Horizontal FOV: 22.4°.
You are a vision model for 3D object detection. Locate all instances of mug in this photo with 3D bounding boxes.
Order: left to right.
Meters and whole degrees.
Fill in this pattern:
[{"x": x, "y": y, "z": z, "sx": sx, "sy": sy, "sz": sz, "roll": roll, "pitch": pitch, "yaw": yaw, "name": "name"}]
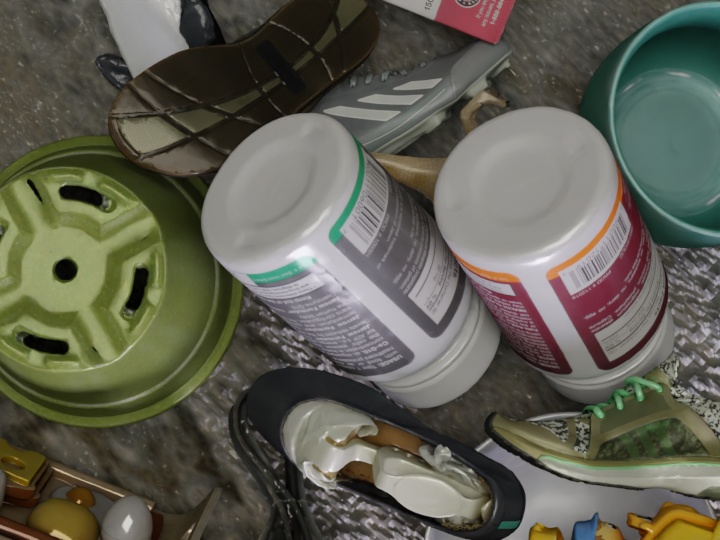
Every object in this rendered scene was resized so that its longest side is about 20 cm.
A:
[{"x": 0.227, "y": -0.077, "z": 1.201, "sx": 0.152, "sy": 0.114, "sz": 0.185, "roll": -26, "pitch": 90, "yaw": -11, "name": "mug"}]

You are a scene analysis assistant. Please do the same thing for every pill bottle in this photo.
[{"x": 0.000, "y": 0.000, "z": 1.149, "sx": 0.113, "sy": 0.113, "sz": 0.200, "roll": -48, "pitch": 131, "yaw": -3, "name": "pill bottle"}, {"x": 0.130, "y": -0.003, "z": 1.148, "sx": 0.114, "sy": 0.200, "sz": 0.114, "roll": -12, "pitch": 55, "yaw": 17, "name": "pill bottle"}]

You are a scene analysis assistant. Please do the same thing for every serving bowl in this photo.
[{"x": 0.138, "y": 0.194, "z": 1.214, "sx": 0.199, "sy": 0.066, "sz": 0.201, "roll": 0, "pitch": 87, "yaw": -2, "name": "serving bowl"}]

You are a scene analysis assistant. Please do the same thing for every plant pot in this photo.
[{"x": -0.176, "y": 0.002, "z": 1.149, "sx": 0.199, "sy": 0.190, "sz": 0.201, "roll": 0, "pitch": 87, "yaw": -2, "name": "plant pot"}]

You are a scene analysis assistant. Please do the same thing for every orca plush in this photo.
[{"x": -0.140, "y": -0.180, "z": 1.235, "sx": 0.200, "sy": 0.071, "sz": 0.105, "roll": 44, "pitch": 131, "yaw": 4, "name": "orca plush"}]

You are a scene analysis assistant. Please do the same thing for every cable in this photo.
[{"x": -0.042, "y": 0.164, "z": 1.179, "sx": 0.097, "sy": 0.050, "sz": 0.200, "roll": 4, "pitch": 61, "yaw": -9, "name": "cable"}]

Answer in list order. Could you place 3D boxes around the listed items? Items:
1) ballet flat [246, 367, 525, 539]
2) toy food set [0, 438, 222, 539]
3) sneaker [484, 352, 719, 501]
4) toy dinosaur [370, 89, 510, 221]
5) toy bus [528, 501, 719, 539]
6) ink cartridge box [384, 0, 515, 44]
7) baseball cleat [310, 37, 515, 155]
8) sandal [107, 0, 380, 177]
[{"x": 0.010, "y": 0.117, "z": 1.155, "sx": 0.200, "sy": 0.073, "sz": 0.073, "roll": 24, "pitch": 87, "yaw": 14, "name": "ballet flat"}, {"x": -0.195, "y": 0.136, "z": 1.160, "sx": 0.200, "sy": 0.144, "sz": 0.061, "roll": 23, "pitch": 107, "yaw": -1, "name": "toy food set"}, {"x": 0.176, "y": 0.094, "z": 1.154, "sx": 0.199, "sy": 0.077, "sz": 0.089, "roll": 8, "pitch": 86, "yaw": -10, "name": "sneaker"}, {"x": 0.076, "y": -0.061, "z": 1.186, "sx": 0.200, "sy": 0.058, "sz": 0.101, "roll": 21, "pitch": 111, "yaw": -24, "name": "toy dinosaur"}, {"x": 0.137, "y": 0.219, "z": 1.128, "sx": 0.192, "sy": 0.136, "sz": 0.200, "roll": 23, "pitch": 85, "yaw": 15, "name": "toy bus"}, {"x": 0.026, "y": -0.256, "z": 1.185, "sx": 0.200, "sy": 0.147, "sz": 0.083, "roll": 21, "pitch": 42, "yaw": -1, "name": "ink cartridge box"}, {"x": 0.002, "y": -0.117, "z": 1.221, "sx": 0.200, "sy": 0.070, "sz": 0.107, "roll": -37, "pitch": 90, "yaw": -4, "name": "baseball cleat"}, {"x": -0.074, "y": -0.120, "z": 1.175, "sx": 0.200, "sy": 0.055, "sz": 0.082, "roll": -38, "pitch": 90, "yaw": -26, "name": "sandal"}]
